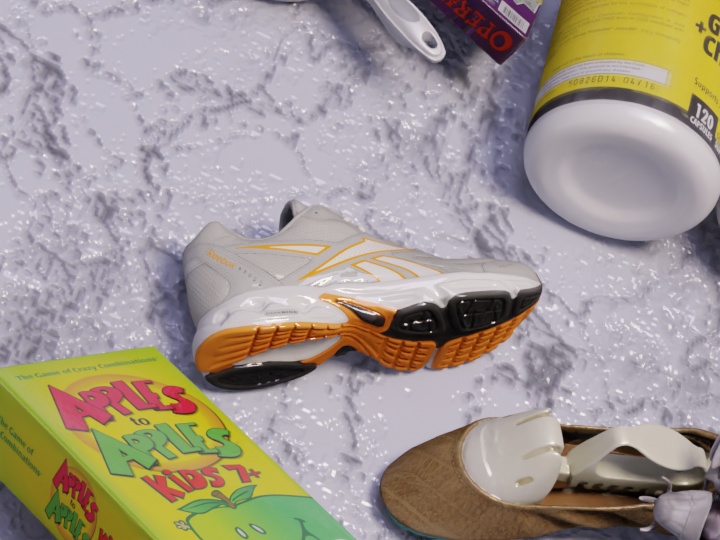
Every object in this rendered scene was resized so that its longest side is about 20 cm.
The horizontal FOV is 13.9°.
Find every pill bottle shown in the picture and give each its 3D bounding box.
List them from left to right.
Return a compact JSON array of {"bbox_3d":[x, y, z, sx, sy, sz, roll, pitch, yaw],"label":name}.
[{"bbox_3d":[0.163,-0.125,1.656,0.111,0.112,0.201,22,55,-8],"label":"pill bottle"}]

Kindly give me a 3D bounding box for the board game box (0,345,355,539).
[{"bbox_3d":[-0.087,0.112,1.390,0.101,0.048,0.200,-8,36,-40],"label":"board game box"}]

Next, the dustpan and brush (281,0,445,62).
[{"bbox_3d":[-0.022,-0.181,1.649,0.139,0.057,0.200,-28,74,-33],"label":"dustpan and brush"}]

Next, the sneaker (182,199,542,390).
[{"bbox_3d":[0.000,0.000,1.543,0.199,0.076,0.092,-4,57,-25],"label":"sneaker"}]

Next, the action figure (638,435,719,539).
[{"bbox_3d":[0.230,0.142,1.523,0.199,0.131,0.069,15,15,-19],"label":"action figure"}]

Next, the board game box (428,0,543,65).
[{"bbox_3d":[0.024,-0.212,1.656,0.200,0.032,0.120,42,34,-9],"label":"board game box"}]

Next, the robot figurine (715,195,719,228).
[{"bbox_3d":[0.293,-0.022,1.637,0.199,0.125,0.150,35,46,1],"label":"robot figurine"}]

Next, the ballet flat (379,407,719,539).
[{"bbox_3d":[0.111,0.102,1.522,0.199,0.072,0.068,5,57,-19],"label":"ballet flat"}]
